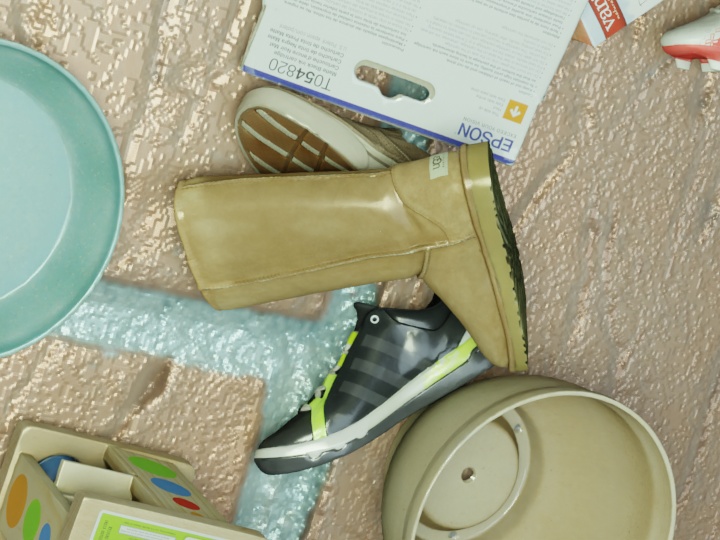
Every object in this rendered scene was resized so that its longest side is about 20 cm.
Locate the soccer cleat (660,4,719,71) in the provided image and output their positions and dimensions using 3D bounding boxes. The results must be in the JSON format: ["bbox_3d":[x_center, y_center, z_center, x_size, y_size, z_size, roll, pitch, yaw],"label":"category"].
[{"bbox_3d":[0.290,-0.185,1.395,0.198,0.068,0.086,-10,101,-25],"label":"soccer cleat"}]

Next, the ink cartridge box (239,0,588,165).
[{"bbox_3d":[0.046,-0.188,1.258,0.198,0.041,0.201,19,112,-15],"label":"ink cartridge box"}]

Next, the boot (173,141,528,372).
[{"bbox_3d":[0.000,0.000,1.277,0.198,0.066,0.176,-9,122,12],"label":"boot"}]

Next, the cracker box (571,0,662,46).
[{"bbox_3d":[0.192,-0.259,1.327,0.199,0.058,0.135,-35,116,-12],"label":"cracker box"}]

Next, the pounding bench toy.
[{"bbox_3d":[-0.127,0.191,1.261,0.199,0.156,0.125,17,98,-28],"label":"pounding bench toy"}]

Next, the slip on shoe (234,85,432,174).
[{"bbox_3d":[0.005,-0.067,1.301,0.199,0.076,0.061,31,53,-22],"label":"slip on shoe"}]

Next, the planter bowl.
[{"bbox_3d":[0.095,0.155,1.366,0.198,0.135,0.202,-8,110,-22],"label":"planter bowl"}]

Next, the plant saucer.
[{"bbox_3d":[-0.241,-0.044,1.205,0.198,0.036,0.202,-7,109,-22],"label":"plant saucer"}]

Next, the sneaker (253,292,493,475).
[{"bbox_3d":[0.005,0.064,1.348,0.199,0.072,0.083,-30,91,-15],"label":"sneaker"}]
